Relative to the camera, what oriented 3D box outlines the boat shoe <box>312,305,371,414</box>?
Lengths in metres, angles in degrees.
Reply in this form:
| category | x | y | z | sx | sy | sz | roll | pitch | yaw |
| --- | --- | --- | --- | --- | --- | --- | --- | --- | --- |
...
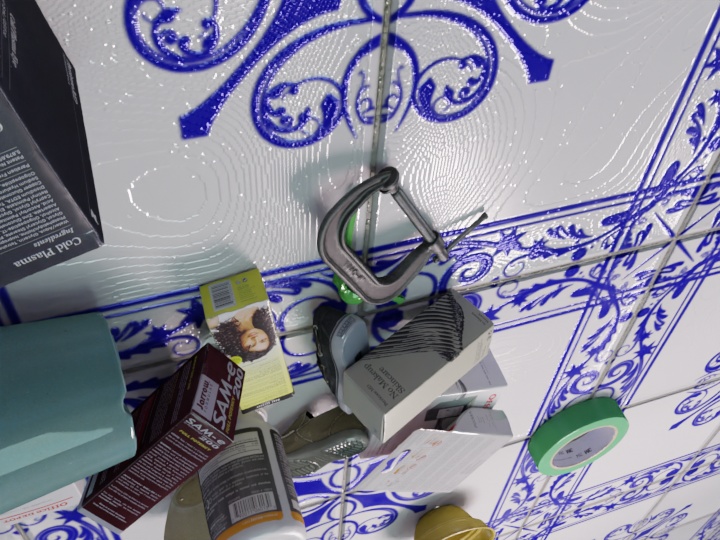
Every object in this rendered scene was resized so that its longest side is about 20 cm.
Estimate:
| category | x | y | z | sx | sy | sz | roll | pitch | yaw |
| --- | --- | --- | --- | --- | --- | --- | --- | --- | --- |
| boat shoe | -0.028 | 0.112 | 0.913 | 0.070 | 0.065 | 0.202 | -51 | 155 | -24 |

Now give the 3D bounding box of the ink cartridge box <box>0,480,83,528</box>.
| category | x | y | z | sx | sy | sz | roll | pitch | yaw |
| --- | --- | --- | --- | --- | --- | --- | --- | --- | --- |
| ink cartridge box | -0.399 | 0.236 | 0.850 | 0.113 | 0.069 | 0.203 | -14 | 140 | -13 |

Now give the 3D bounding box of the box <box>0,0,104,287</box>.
| category | x | y | z | sx | sy | sz | roll | pitch | yaw |
| --- | --- | --- | --- | --- | --- | --- | --- | --- | --- |
| box | -0.246 | -0.121 | 0.422 | 0.102 | 0.202 | 0.184 | -21 | 141 | -5 |

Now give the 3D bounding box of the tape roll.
| category | x | y | z | sx | sy | sz | roll | pitch | yaw |
| --- | --- | --- | --- | --- | --- | --- | --- | --- | --- |
| tape roll | 0.427 | 0.328 | 1.410 | 0.196 | 0.049 | 0.203 | -15 | 140 | -13 |

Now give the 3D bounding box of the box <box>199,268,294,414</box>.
| category | x | y | z | sx | sy | sz | roll | pitch | yaw |
| --- | --- | --- | --- | --- | --- | --- | --- | --- | --- |
| box | -0.129 | 0.089 | 0.843 | 0.074 | 0.051 | 0.202 | -18 | 141 | -8 |

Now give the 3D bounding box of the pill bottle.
| category | x | y | z | sx | sy | sz | roll | pitch | yaw |
| --- | --- | --- | --- | --- | --- | --- | --- | --- | --- |
| pill bottle | -0.145 | 0.264 | 0.910 | 0.114 | 0.202 | 0.118 | -14 | 140 | -12 |

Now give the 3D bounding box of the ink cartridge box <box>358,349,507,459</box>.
| category | x | y | z | sx | sy | sz | roll | pitch | yaw |
| --- | --- | --- | --- | --- | --- | --- | --- | --- | --- |
| ink cartridge box | 0.093 | 0.186 | 1.042 | 0.195 | 0.085 | 0.147 | -3 | 137 | -26 |

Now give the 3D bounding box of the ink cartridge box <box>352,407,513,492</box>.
| category | x | y | z | sx | sy | sz | roll | pitch | yaw |
| --- | --- | --- | --- | --- | --- | --- | --- | --- | --- |
| ink cartridge box | 0.100 | 0.256 | 1.023 | 0.197 | 0.051 | 0.162 | 15 | 129 | -35 |

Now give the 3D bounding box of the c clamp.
| category | x | y | z | sx | sy | sz | roll | pitch | yaw |
| --- | --- | --- | --- | --- | --- | --- | --- | --- | --- |
| c clamp | 0.041 | -0.045 | 0.790 | 0.171 | 0.027 | 0.199 | -48 | 140 | 5 |

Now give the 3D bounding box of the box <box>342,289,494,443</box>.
| category | x | y | z | sx | sy | sz | roll | pitch | yaw |
| --- | --- | --- | --- | --- | --- | --- | --- | --- | --- |
| box | 0.074 | 0.116 | 0.902 | 0.198 | 0.082 | 0.069 | -35 | 148 | -28 |

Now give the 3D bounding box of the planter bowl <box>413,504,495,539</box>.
| category | x | y | z | sx | sy | sz | roll | pitch | yaw |
| --- | --- | --- | --- | --- | --- | --- | --- | --- | --- |
| planter bowl | 0.174 | 0.547 | 1.492 | 0.196 | 0.084 | 0.203 | -15 | 140 | -13 |

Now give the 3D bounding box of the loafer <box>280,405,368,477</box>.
| category | x | y | z | sx | sy | sz | roll | pitch | yaw |
| --- | --- | --- | --- | --- | --- | --- | --- | --- | --- |
| loafer | -0.071 | 0.244 | 1.035 | 0.197 | 0.071 | 0.075 | -23 | 141 | 26 |

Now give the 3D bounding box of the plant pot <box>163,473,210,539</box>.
| category | x | y | z | sx | sy | sz | roll | pitch | yaw |
| --- | --- | --- | --- | --- | --- | --- | --- | --- | --- |
| plant pot | -0.202 | 0.364 | 1.029 | 0.196 | 0.201 | 0.137 | -22 | 106 | -3 |

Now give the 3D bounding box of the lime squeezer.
| category | x | y | z | sx | sy | sz | roll | pitch | yaw |
| --- | --- | --- | --- | --- | --- | --- | --- | --- | --- |
| lime squeezer | 0.000 | 0.000 | 0.821 | 0.069 | 0.038 | 0.201 | -23 | 139 | 3 |

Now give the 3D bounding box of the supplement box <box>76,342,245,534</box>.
| category | x | y | z | sx | sy | sz | roll | pitch | yaw |
| --- | --- | --- | --- | --- | --- | --- | --- | --- | --- |
| supplement box | -0.215 | 0.184 | 0.782 | 0.061 | 0.110 | 0.199 | 39 | 114 | -23 |

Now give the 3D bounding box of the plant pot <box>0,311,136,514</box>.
| category | x | y | z | sx | sy | sz | roll | pitch | yaw |
| --- | --- | --- | --- | --- | --- | --- | --- | --- | --- |
| plant pot | -0.329 | 0.135 | 0.690 | 0.192 | 0.202 | 0.203 | -15 | 142 | -25 |
